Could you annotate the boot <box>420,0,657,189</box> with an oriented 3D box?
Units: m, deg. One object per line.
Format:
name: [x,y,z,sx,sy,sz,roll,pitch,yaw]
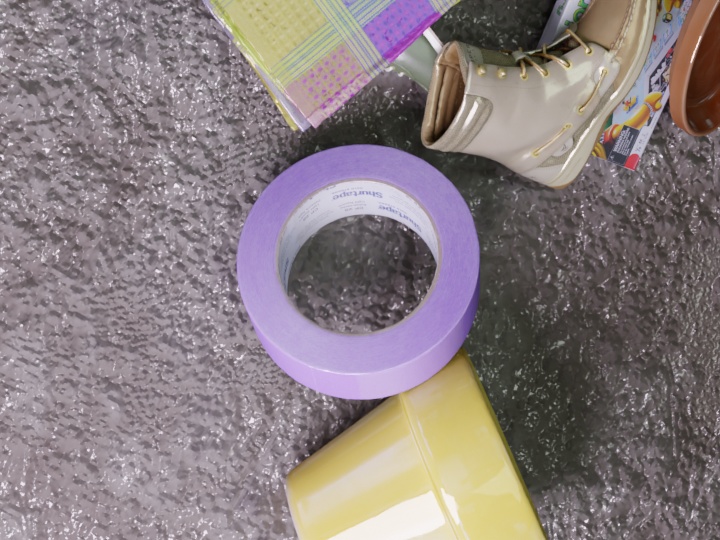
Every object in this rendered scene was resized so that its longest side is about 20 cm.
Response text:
boot: [0.146,-0.174,1.085,0.154,0.073,0.202,12,117,-29]

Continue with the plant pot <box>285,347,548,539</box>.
plant pot: [0.045,0.195,1.117,0.187,0.201,0.203,-24,104,5]

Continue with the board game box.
board game box: [0.226,-0.202,1.159,0.125,0.035,0.202,17,108,-15]

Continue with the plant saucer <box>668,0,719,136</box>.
plant saucer: [0.331,-0.217,1.163,0.200,0.032,0.202,-37,144,-32]

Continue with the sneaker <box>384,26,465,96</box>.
sneaker: [0.000,-0.205,1.110,0.090,0.067,0.201,-41,107,1]

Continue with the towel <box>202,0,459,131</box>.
towel: [-0.017,-0.226,1.056,0.200,0.023,0.144,-41,102,-5]

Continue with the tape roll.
tape roll: [0.000,0.000,1.078,0.197,0.066,0.203,-1,67,3]
